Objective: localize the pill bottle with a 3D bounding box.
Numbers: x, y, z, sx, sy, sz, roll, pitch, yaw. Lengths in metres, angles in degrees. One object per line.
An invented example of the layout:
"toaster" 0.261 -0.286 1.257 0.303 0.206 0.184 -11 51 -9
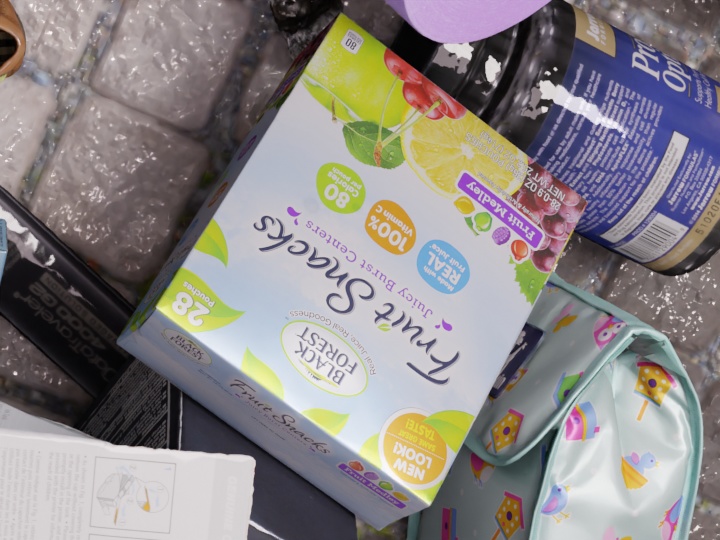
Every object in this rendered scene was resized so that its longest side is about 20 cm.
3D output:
"pill bottle" 0.116 -0.084 1.199 0.199 0.112 0.113 25 95 -18

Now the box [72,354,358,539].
"box" -0.105 0.157 1.132 0.123 0.199 0.200 34 109 -17

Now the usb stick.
"usb stick" -0.152 0.031 1.202 0.055 0.033 0.200 -43 108 9

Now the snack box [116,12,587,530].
"snack box" 0.000 0.000 1.098 0.168 0.068 0.201 35 62 -11

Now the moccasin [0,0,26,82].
"moccasin" -0.272 -0.103 1.120 0.199 0.078 0.074 -4 103 -12

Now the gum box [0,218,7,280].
"gum box" -0.300 0.040 1.145 0.198 0.045 0.171 11 112 -15

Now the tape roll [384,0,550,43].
"tape roll" 0.075 -0.211 1.066 0.200 0.200 0.066 -44 67 -1

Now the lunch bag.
"lunch bag" 0.104 0.105 1.206 0.121 0.170 0.202 2 102 -21

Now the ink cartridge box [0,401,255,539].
"ink cartridge box" -0.155 0.144 1.012 0.198 0.050 0.164 5 103 -6

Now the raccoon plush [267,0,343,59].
"raccoon plush" 0.001 -0.209 1.135 0.133 0.097 0.200 -13 143 11
